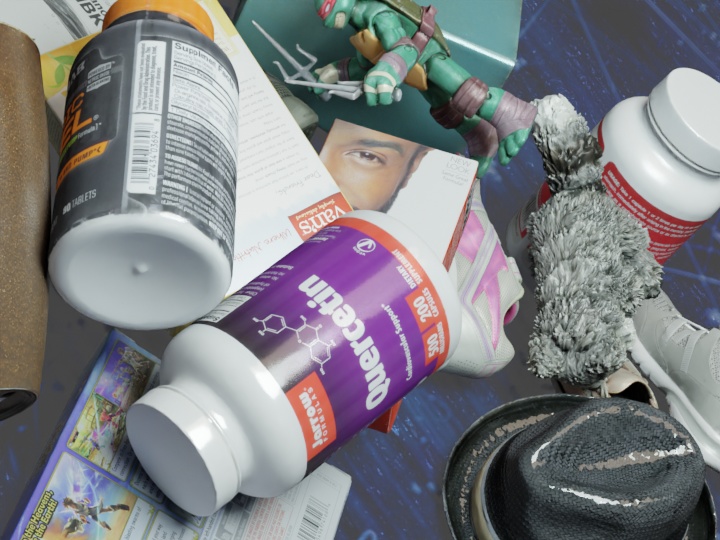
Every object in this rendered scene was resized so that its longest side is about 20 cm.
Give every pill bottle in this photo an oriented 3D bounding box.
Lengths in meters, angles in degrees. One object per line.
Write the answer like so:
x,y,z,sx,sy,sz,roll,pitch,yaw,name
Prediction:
-0.039,0.056,1.118,0.200,0.113,0.113,-37,81,-32,pill bottle
-0.124,-0.073,1.114,0.106,0.106,0.201,20,46,-24,pill bottle
0.209,-0.060,1.462,0.112,0.200,0.113,22,42,-22,pill bottle

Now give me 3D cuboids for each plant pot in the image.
-0.251,-0.012,1.069,0.186,0.186,0.202,-3,71,-42,plant pot
0.006,-0.188,1.468,0.199,0.142,0.142,22,41,-11,plant pot

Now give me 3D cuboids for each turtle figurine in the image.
0.023,-0.143,1.332,0.199,0.101,0.150,32,3,-9,turtle figurine

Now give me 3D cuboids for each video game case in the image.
-0.110,0.156,1.114,0.181,0.045,0.201,34,39,-12,video game case

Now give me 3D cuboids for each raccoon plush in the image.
0.141,-0.010,1.362,0.201,0.096,0.134,59,29,-13,raccoon plush

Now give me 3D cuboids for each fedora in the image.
0.159,0.143,1.272,0.199,0.092,0.202,9,53,-12,fedora

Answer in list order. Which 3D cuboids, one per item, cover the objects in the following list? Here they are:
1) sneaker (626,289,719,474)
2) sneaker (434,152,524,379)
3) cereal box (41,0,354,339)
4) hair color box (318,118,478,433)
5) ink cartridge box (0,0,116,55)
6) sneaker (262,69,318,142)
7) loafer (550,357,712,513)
0.267,0.072,1.454,0.075,0.082,0.201,34,19,-35,sneaker
0.073,0.004,1.393,0.088,0.081,0.201,25,50,-22,sneaker
-0.109,-0.072,1.212,0.143,0.040,0.201,-26,75,-27,cereal box
0.000,0.000,1.280,0.110,0.064,0.201,17,51,7,hair color box
-0.251,-0.172,1.272,0.145,0.084,0.199,50,39,12,ink cartridge box
-0.134,-0.090,1.287,0.199,0.076,0.114,-35,73,-32,sneaker
0.203,0.109,1.407,0.071,0.063,0.201,0,54,-39,loafer
